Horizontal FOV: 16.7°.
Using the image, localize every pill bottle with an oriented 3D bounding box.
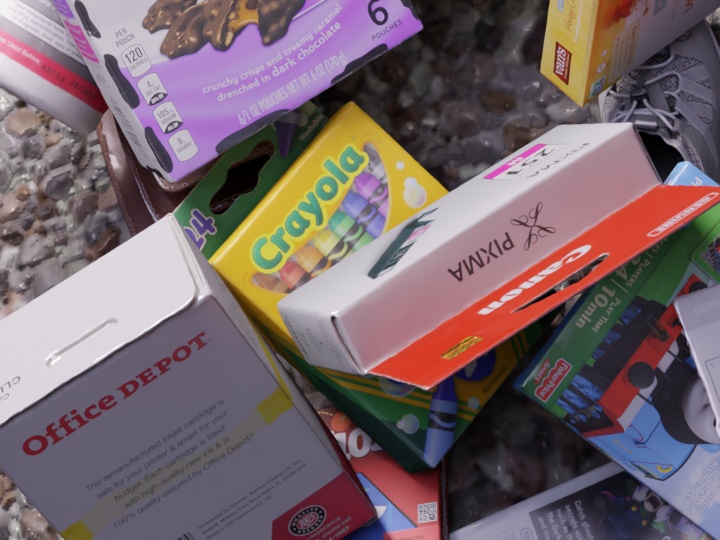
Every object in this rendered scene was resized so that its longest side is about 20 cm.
[{"bbox_3d":[-0.152,-0.189,1.407,0.110,0.111,0.201,30,89,25],"label":"pill bottle"}]

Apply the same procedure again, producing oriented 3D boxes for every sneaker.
[{"bbox_3d":[0.171,-0.084,1.384,0.074,0.082,0.202,-14,70,15],"label":"sneaker"}]

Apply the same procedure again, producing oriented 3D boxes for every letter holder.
[{"bbox_3d":[-0.116,-0.122,1.490,0.141,0.101,0.201,-22,68,14],"label":"letter holder"}]

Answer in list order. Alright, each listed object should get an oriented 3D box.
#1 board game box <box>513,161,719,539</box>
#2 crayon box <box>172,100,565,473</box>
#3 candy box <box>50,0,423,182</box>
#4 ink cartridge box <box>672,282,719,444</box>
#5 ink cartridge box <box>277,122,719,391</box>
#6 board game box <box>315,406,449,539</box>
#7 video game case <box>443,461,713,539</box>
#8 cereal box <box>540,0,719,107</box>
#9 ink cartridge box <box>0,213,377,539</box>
[{"bbox_3d":[0.206,0.063,1.310,0.200,0.037,0.152,37,88,-2],"label":"board game box"},{"bbox_3d":[0.000,0.000,1.370,0.200,0.052,0.126,42,73,-6],"label":"crayon box"},{"bbox_3d":[-0.088,-0.178,1.333,0.167,0.072,0.201,-32,108,-11],"label":"candy box"},{"bbox_3d":[0.266,0.088,1.279,0.160,0.050,0.201,-19,78,-3],"label":"ink cartridge box"},{"bbox_3d":[0.071,-0.011,1.270,0.199,0.173,0.044,-32,102,-16],"label":"ink cartridge box"},{"bbox_3d":[-0.046,0.133,1.420,0.198,0.019,0.104,-11,56,17],"label":"board game box"},{"bbox_3d":[0.135,0.213,1.343,0.181,0.023,0.201,-25,67,12],"label":"video game case"},{"bbox_3d":[0.185,-0.193,1.338,0.200,0.144,0.039,-36,62,-24],"label":"cereal box"},{"bbox_3d":[-0.104,0.089,1.328,0.145,0.200,0.084,-32,39,2],"label":"ink cartridge box"}]
